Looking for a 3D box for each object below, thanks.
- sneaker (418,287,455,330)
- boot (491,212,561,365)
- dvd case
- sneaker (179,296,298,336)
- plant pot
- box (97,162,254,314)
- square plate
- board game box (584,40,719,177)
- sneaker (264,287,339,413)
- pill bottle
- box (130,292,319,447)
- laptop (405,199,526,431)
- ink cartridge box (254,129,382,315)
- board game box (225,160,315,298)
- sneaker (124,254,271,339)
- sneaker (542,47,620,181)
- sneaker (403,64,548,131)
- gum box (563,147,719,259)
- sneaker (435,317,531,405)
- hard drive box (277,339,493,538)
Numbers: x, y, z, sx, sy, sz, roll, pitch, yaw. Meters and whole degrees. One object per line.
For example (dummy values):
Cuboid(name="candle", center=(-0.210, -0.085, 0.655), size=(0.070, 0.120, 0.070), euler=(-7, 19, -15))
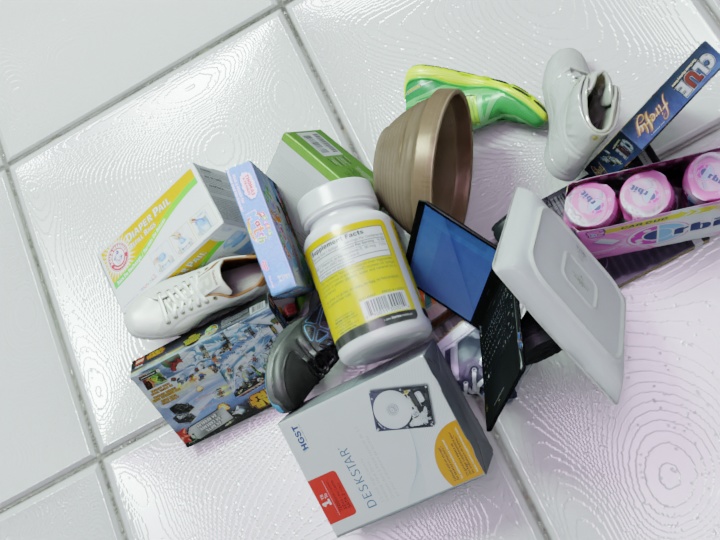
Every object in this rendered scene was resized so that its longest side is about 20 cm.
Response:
Cuboid(name="sneaker", center=(0.094, 0.021, 1.198), size=(0.200, 0.071, 0.080), euler=(-34, 71, 6))
Cuboid(name="boot", center=(0.198, 0.012, 1.095), size=(0.076, 0.200, 0.169), euler=(-43, 71, 36))
Cuboid(name="dvd case", center=(0.307, -0.052, 1.188), size=(0.199, 0.016, 0.149), euler=(-28, 67, 7))
Cuboid(name="sneaker", center=(-0.186, 0.042, 1.257), size=(0.199, 0.078, 0.083), euler=(-9, 80, -8))
Cuboid(name="plant pot", center=(0.074, -0.125, 1.181), size=(0.092, 0.201, 0.202), euler=(5, 75, 20))
Cuboid(name="box", center=(-0.235, -0.033, 1.265), size=(0.200, 0.112, 0.102), euler=(-40, 65, 21))
Cuboid(name="square plate", center=(0.227, 0.015, 1.027), size=(0.028, 0.198, 0.200), euler=(-36, 104, 31))
Cuboid(name="board game box", center=(0.335, -0.175, 1.102), size=(0.035, 0.200, 0.136), euler=(43, 88, 6))
Cuboid(name="sneaker", center=(-0.047, 0.086, 1.160), size=(0.082, 0.073, 0.200), euler=(3, 51, 37))
Cuboid(name="pill bottle", center=(0.000, 0.000, 1.115), size=(0.114, 0.114, 0.201), euler=(-22, 72, 9))
Cuboid(name="box", center=(-0.170, 0.129, 1.212), size=(0.199, 0.137, 0.040), euler=(-26, 30, 7))
Cuboid(name="laptop", center=(0.107, 0.053, 1.050), size=(0.103, 0.177, 0.201), euler=(2, 61, -3))
Cuboid(name="ink cartridge box", center=(-0.070, -0.066, 1.280), size=(0.148, 0.076, 0.200), euler=(42, 122, 23))
Cuboid(name="board game box", center=(-0.104, -0.043, 1.148), size=(0.036, 0.200, 0.152), euler=(-21, 87, 3))
Cuboid(name="sneaker", center=(-0.202, 0.023, 1.178), size=(0.199, 0.085, 0.073), euler=(-22, 73, -9))
Cuboid(name="sneaker", center=(0.280, -0.221, 1.176), size=(0.073, 0.116, 0.201), euler=(13, 59, -12))
Cuboid(name="sneaker", center=(0.152, -0.218, 1.267), size=(0.199, 0.074, 0.084), euler=(16, 105, 17))
Cuboid(name="gum box", center=(0.339, -0.074, 1.114), size=(0.199, 0.114, 0.066), euler=(-13, 70, 13))
Cuboid(name="sneaker", center=(0.117, 0.142, 1.155), size=(0.200, 0.070, 0.109), euler=(-40, 65, -1))
Cuboid(name="hard drive box", center=(0.031, 0.197, 1.114), size=(0.199, 0.077, 0.156), euler=(-28, 92, 18))
